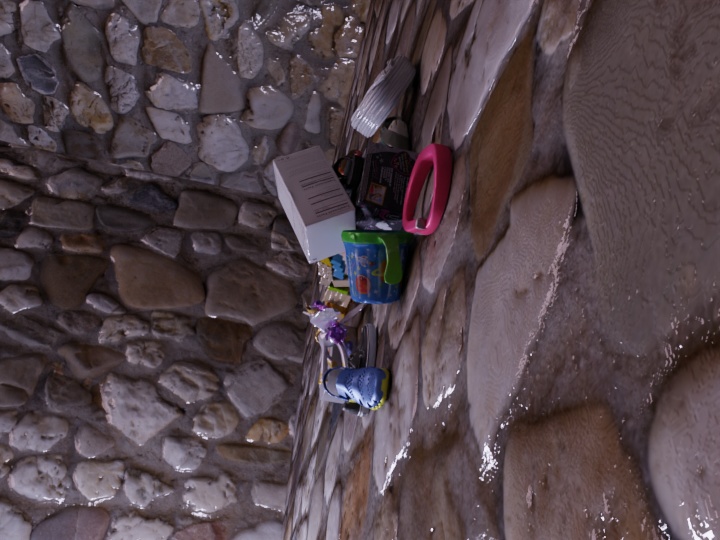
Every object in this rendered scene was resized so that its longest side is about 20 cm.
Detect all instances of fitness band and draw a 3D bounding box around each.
[{"bbox_3d":[0.109,-0.135,1.152,0.200,0.036,0.148,-177,97,-81],"label":"fitness band"}]

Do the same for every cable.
[{"bbox_3d":[0.055,-0.405,1.590,0.201,0.069,0.201,-51,7,35],"label":"cable"}]

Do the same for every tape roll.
[{"bbox_3d":[-0.061,0.248,1.831,0.200,0.064,0.206,-169,89,-82],"label":"tape roll"}]

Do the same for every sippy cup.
[{"bbox_3d":[0.029,-0.008,1.294,0.177,0.136,0.134,-19,-69,-72],"label":"sippy cup"}]

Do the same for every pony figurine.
[{"bbox_3d":[-0.061,0.149,1.632,0.191,0.164,0.205,-27,75,45],"label":"pony figurine"}]

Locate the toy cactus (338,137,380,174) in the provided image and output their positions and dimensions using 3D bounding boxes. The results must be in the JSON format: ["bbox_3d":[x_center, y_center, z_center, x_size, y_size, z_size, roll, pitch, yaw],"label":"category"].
[{"bbox_3d":[0.021,-0.270,1.762,0.168,0.101,0.200,-60,-24,-6],"label":"toy cactus"}]

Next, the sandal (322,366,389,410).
[{"bbox_3d":[-0.012,0.222,1.322,0.199,0.085,0.082,-21,55,60],"label":"sandal"}]

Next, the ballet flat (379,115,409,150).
[{"bbox_3d":[0.076,-0.310,1.528,0.201,0.066,0.065,-102,31,-70],"label":"ballet flat"}]

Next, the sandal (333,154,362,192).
[{"bbox_3d":[-0.031,-0.207,1.406,0.200,0.047,0.078,-174,94,-82],"label":"sandal"}]

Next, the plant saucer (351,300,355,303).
[{"bbox_3d":[0.007,-0.015,1.768,0.200,0.036,0.206,-171,89,-83],"label":"plant saucer"}]

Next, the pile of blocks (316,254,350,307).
[{"bbox_3d":[-0.054,-0.007,1.487,0.203,0.080,0.063,77,-161,-48],"label":"pile of blocks"}]

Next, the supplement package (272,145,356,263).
[{"bbox_3d":[-0.093,-0.136,1.393,0.115,0.107,0.202,88,159,-52],"label":"supplement package"}]

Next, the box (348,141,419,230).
[{"bbox_3d":[0.042,-0.157,1.404,0.200,0.112,0.136,129,152,-73],"label":"box"}]

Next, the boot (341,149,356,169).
[{"bbox_3d":[-0.040,-0.303,2.380,0.155,0.072,0.206,116,165,-78],"label":"boot"}]

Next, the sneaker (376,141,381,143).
[{"bbox_3d":[0.063,-0.261,1.616,0.088,0.073,0.202,-57,20,25],"label":"sneaker"}]

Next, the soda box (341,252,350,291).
[{"bbox_3d":[0.000,0.000,1.573,0.201,0.062,0.070,-117,37,-60],"label":"soda box"}]

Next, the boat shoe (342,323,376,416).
[{"bbox_3d":[-0.002,0.207,1.465,0.069,0.055,0.205,115,163,-63],"label":"boat shoe"}]

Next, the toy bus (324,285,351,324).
[{"bbox_3d":[-0.056,0.051,1.789,0.202,0.063,0.080,-90,14,-55],"label":"toy bus"}]
